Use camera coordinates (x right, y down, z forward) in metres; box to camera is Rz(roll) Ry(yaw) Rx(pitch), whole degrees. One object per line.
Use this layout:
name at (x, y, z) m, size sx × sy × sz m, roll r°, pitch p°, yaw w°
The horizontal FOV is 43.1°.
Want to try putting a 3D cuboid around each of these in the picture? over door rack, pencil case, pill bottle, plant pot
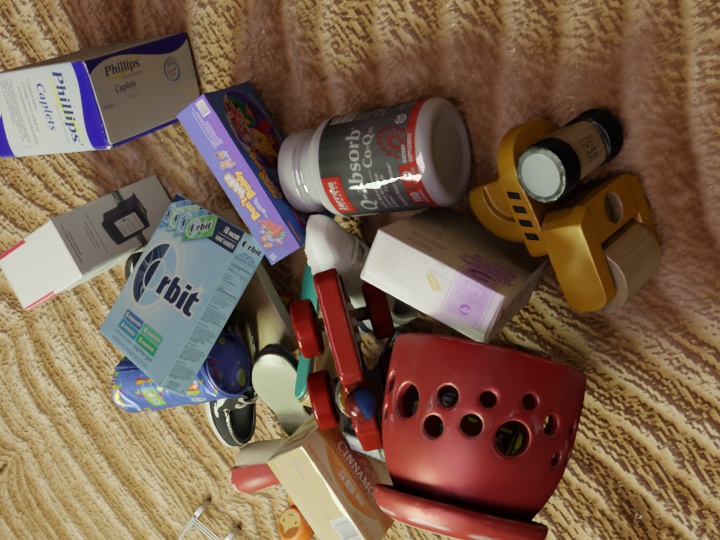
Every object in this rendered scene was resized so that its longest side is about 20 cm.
over door rack at (-0.255, 0.497, 1.510) m, size 0.147 × 0.067 × 0.201 m, roll 38°, pitch 107°, yaw 9°
pencil case at (-0.228, 0.129, 1.143) m, size 0.198 × 0.079 × 0.087 m, roll -14°, pitch 131°, yaw 34°
pill bottle at (0.014, -0.120, 1.016) m, size 0.198 × 0.116 × 0.117 m, roll -5°, pitch 111°, yaw 33°
plant pot at (0.112, 0.171, 0.905) m, size 0.198 × 0.200 × 0.185 m, roll 8°, pitch 77°, yaw 28°

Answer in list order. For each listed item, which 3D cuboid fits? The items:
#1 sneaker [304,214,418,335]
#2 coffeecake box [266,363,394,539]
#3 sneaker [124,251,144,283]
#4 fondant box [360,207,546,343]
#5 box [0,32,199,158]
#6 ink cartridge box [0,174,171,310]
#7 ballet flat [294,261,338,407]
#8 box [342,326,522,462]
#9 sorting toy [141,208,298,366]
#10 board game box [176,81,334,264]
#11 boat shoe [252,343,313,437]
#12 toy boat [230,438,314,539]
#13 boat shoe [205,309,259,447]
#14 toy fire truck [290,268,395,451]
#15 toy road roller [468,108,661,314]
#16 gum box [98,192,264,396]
sneaker at (0.000, 0.000, 1.085) m, size 0.079 × 0.077 × 0.200 m, roll -7°, pitch 142°, yaw 27°
coffeecake box at (-0.002, 0.237, 1.151) m, size 0.073 × 0.200 × 0.154 m, roll -30°, pitch 97°, yaw 38°
sneaker at (-0.285, 0.072, 1.233) m, size 0.079 × 0.074 × 0.203 m, roll 0°, pitch 113°, yaw 33°
fondant box at (0.105, -0.002, 0.963) m, size 0.143 × 0.200 × 0.059 m, roll 28°, pitch 111°, yaw 16°
box at (-0.333, -0.218, 1.134) m, size 0.198 × 0.184 × 0.106 m, roll 0°, pitch 113°, yaw 31°
ink cartridge box at (-0.362, -0.040, 1.232) m, size 0.144 × 0.200 × 0.085 m, roll -24°, pitch 97°, yaw 37°
ballet flat at (-0.045, 0.076, 1.147) m, size 0.062 × 0.203 × 0.069 m, roll 13°, pitch 156°, yaw -21°
box at (0.100, 0.164, 1.077) m, size 0.198 × 0.161 × 0.045 m, roll 13°, pitch 145°, yaw 24°
sorting toy at (-0.184, 0.030, 1.240) m, size 0.197 × 0.070 × 0.202 m, roll -21°, pitch 101°, yaw 36°
board game box at (-0.119, -0.120, 1.081) m, size 0.044 × 0.134 × 0.201 m, roll -30°, pitch 96°, yaw 22°
boat shoe at (-0.089, 0.154, 1.203) m, size 0.070 × 0.063 × 0.201 m, roll 0°, pitch 140°, yaw 18°
toy boat at (-0.080, 0.302, 1.226) m, size 0.198 × 0.133 × 0.130 m, roll 17°, pitch 162°, yaw -19°
boat shoe at (-0.162, 0.144, 1.198) m, size 0.060 × 0.074 × 0.203 m, roll 6°, pitch 108°, yaw 33°
toy fire truck at (-0.012, 0.099, 0.989) m, size 0.111 × 0.168 × 0.203 m, roll -14°, pitch 89°, yaw 3°
toy road roller at (0.203, -0.057, 0.935) m, size 0.145 × 0.122 × 0.202 m, roll -15°, pitch 104°, yaw 50°
gum box at (-0.218, 0.023, 1.099) m, size 0.169 × 0.044 × 0.202 m, roll 28°, pitch 87°, yaw 46°
